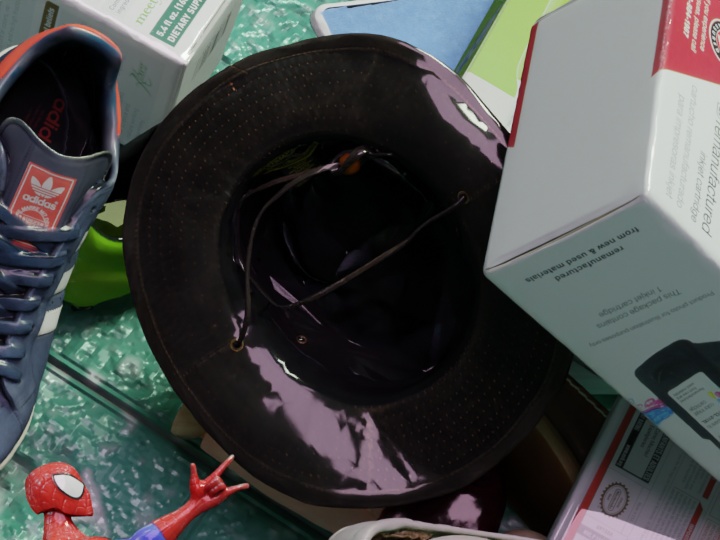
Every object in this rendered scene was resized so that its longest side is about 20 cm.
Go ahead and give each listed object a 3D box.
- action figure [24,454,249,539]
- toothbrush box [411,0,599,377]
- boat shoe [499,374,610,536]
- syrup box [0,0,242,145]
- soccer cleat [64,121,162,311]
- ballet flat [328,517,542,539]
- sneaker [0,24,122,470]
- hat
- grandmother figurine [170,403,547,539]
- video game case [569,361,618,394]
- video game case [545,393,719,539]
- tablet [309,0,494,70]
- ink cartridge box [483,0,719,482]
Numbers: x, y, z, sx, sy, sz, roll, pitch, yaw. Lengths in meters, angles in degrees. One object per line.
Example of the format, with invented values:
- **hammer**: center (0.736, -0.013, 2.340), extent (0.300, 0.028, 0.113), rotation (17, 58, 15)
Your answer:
- **action figure**: center (-0.057, 0.150, 0.877), extent (0.099, 0.065, 0.200), rotation (-34, 84, -9)
- **toothbrush box**: center (0.113, -0.067, 1.046), extent (0.146, 0.086, 0.200), rotation (32, 48, -4)
- **boat shoe**: center (0.120, 0.108, 0.989), extent (0.070, 0.070, 0.200), rotation (-32, 79, -24)
- **syrup box**: center (-0.162, -0.146, 1.067), extent (0.200, 0.081, 0.079), rotation (29, 53, 2)
- **soccer cleat**: center (-0.065, -0.046, 1.028), extent (0.200, 0.081, 0.068), rotation (-28, 69, -30)
- **ballet flat**: center (0.081, 0.135, 0.881), extent (0.200, 0.069, 0.070), rotation (10, 55, -6)
- **sneaker**: center (-0.142, -0.013, 0.895), extent (0.075, 0.084, 0.200), rotation (19, 65, -26)
- **hat**: center (0.000, 0.000, 0.943), extent (0.200, 0.081, 0.201), rotation (1, 93, 11)
- **grandmother figurine**: center (0.015, 0.102, 0.967), extent (0.200, 0.061, 0.121), rotation (31, 80, 7)
- **video game case**: center (0.163, -0.028, 1.120), extent (0.182, 0.022, 0.200), rotation (1, 57, -16)
- **video game case**: center (0.174, 0.148, 0.937), extent (0.200, 0.017, 0.143), rotation (29, 69, 1)
- **tablet**: center (0.067, -0.057, 1.082), extent (0.130, 0.014, 0.200), rotation (-11, 62, -32)
- **ink cartridge box**: center (0.153, -0.009, 0.895), extent (0.200, 0.083, 0.146), rotation (40, 43, -28)
